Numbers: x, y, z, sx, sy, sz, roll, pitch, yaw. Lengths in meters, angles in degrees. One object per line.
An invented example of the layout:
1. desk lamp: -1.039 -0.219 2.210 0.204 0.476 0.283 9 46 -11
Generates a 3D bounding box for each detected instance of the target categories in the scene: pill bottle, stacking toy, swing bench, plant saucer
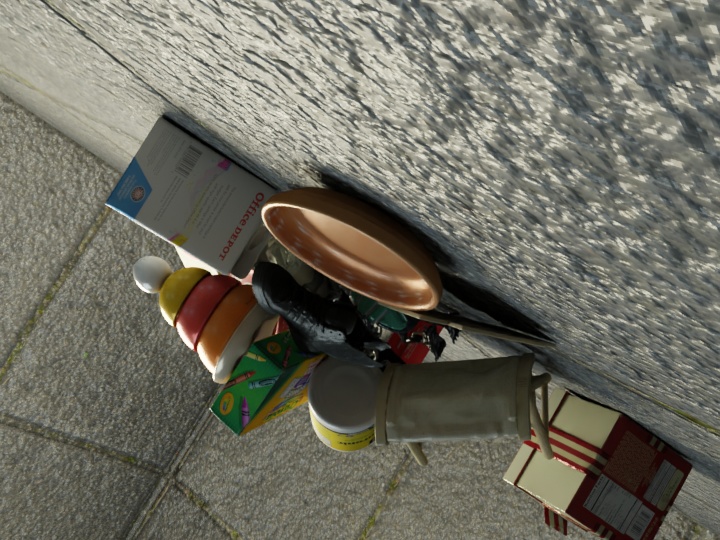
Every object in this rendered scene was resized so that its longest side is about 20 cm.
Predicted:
1. pill bottle: -0.018 0.198 1.320 0.111 0.111 0.200 31 161 11
2. stacking toy: -0.215 0.042 1.224 0.200 0.146 0.146 34 175 7
3. swing bench: 0.144 0.182 1.231 0.199 0.130 0.200 -6 159 19
4. plant saucer: -0.004 -0.025 0.921 0.200 0.037 0.200 26 163 8

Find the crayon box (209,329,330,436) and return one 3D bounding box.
1. crayon box: -0.106 0.141 1.255 0.058 0.119 0.200 40 -159 15

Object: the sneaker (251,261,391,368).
1. sneaker: -0.048 0.056 1.156 0.104 0.060 0.200 -2 141 30

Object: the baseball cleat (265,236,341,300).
1. baseball cleat: -0.080 -0.002 1.278 0.106 0.070 0.200 46 -166 -21

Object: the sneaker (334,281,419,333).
1. sneaker: 0.000 0.000 1.202 0.200 0.074 0.088 42 -173 -2

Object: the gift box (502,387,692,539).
1. gift box: 0.343 0.304 1.342 0.200 0.185 0.187 40 170 -21

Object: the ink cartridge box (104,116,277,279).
1. ink cartridge box: -0.210 -0.087 1.194 0.200 0.129 0.125 33 176 -13

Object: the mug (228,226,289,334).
1. mug: -0.154 0.060 1.377 0.133 0.200 0.178 22 -146 -1

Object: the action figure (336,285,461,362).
1. action figure: 0.035 0.067 1.298 0.200 0.119 0.102 22 134 20

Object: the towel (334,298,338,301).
1. towel: -0.091 0.049 1.522 0.200 0.166 0.086 36 -145 -30

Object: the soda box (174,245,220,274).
1. soda box: -0.244 -0.078 1.344 0.068 0.064 0.200 11 139 29

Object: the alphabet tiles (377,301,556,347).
1. alphabet tiles: 0.117 0.059 1.031 0.166 0.006 0.200 12 -179 -19

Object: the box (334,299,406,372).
1. box: 0.009 0.153 1.421 0.160 0.044 0.200 41 160 25

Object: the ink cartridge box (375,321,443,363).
1. ink cartridge box: 0.061 0.107 1.504 0.067 0.116 0.200 34 175 -24
